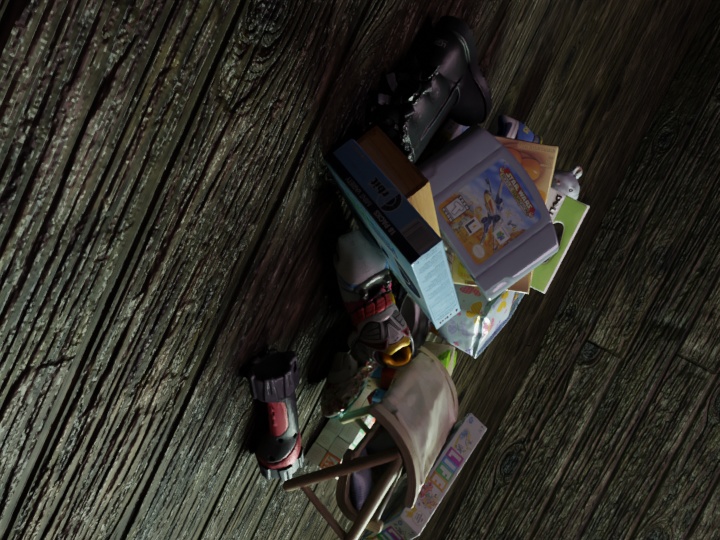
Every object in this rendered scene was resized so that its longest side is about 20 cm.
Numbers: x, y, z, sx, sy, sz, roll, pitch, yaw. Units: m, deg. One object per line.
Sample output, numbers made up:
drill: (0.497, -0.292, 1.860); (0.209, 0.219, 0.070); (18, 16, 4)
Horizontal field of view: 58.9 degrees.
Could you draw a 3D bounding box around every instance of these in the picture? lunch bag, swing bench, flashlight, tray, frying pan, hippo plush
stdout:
lunch bag: (0.185, 0.031, 1.110); (0.200, 0.168, 0.128); (-41, 147, -39)
swing bench: (0.035, 0.234, 0.851); (0.200, 0.130, 0.199); (-45, 174, 27)
flashlight: (-0.112, 0.190, 0.822); (0.068, 0.067, 0.202); (-73, 167, -47)
tray: (0.055, -0.086, 0.795); (0.037, 0.099, 0.200); (-37, 156, -4)
frying pan: (0.073, 0.046, 0.981); (0.115, 0.031, 0.192); (-42, 130, -49)
hippo plush: (0.325, -0.143, 1.216); (0.199, 0.160, 0.161); (-19, 132, -56)

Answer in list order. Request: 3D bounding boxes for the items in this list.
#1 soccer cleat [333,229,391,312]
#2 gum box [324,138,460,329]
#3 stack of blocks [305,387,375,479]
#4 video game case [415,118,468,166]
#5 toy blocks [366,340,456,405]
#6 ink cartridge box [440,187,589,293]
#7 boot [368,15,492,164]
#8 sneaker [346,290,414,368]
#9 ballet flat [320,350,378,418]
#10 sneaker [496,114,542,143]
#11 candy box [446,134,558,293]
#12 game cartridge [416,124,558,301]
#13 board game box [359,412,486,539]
soccer cleat: (0.000, 0.000, 0.840); (0.069, 0.087, 0.200); (-28, 170, -9)
gum box: (0.044, -0.037, 0.759); (0.044, 0.170, 0.200); (-36, 152, -4)
stack of blocks: (-0.003, 0.261, 1.107); (0.201, 0.058, 0.115); (-56, 155, -14)
video game case: (0.124, -0.126, 1.002); (0.181, 0.025, 0.201); (-54, 154, -19)
toy blocks: (0.071, 0.170, 1.038); (0.200, 0.135, 0.101); (-52, 148, -59)
ink cartridge box: (0.208, -0.075, 0.940); (0.149, 0.198, 0.076); (-64, -169, 8)
boot: (0.092, -0.199, 0.809); (0.163, 0.073, 0.198); (-57, 153, -10)
sneaker: (0.029, 0.101, 0.868); (0.077, 0.083, 0.200); (-29, 162, -7)
ballet flat: (-0.007, 0.136, 0.983); (0.200, 0.075, 0.064); (-48, 122, -38)
sneaker: (0.189, -0.154, 0.997); (0.200, 0.082, 0.074); (-49, -168, 5)
candy box: (0.188, -0.078, 0.870); (0.055, 0.114, 0.203); (-111, -151, -79)
game cartridge: (0.164, -0.077, 0.822); (0.133, 0.201, 0.042); (-35, -169, 7)
board game box: (0.088, 0.299, 0.891); (0.200, 0.034, 0.135); (-41, 170, -42)
